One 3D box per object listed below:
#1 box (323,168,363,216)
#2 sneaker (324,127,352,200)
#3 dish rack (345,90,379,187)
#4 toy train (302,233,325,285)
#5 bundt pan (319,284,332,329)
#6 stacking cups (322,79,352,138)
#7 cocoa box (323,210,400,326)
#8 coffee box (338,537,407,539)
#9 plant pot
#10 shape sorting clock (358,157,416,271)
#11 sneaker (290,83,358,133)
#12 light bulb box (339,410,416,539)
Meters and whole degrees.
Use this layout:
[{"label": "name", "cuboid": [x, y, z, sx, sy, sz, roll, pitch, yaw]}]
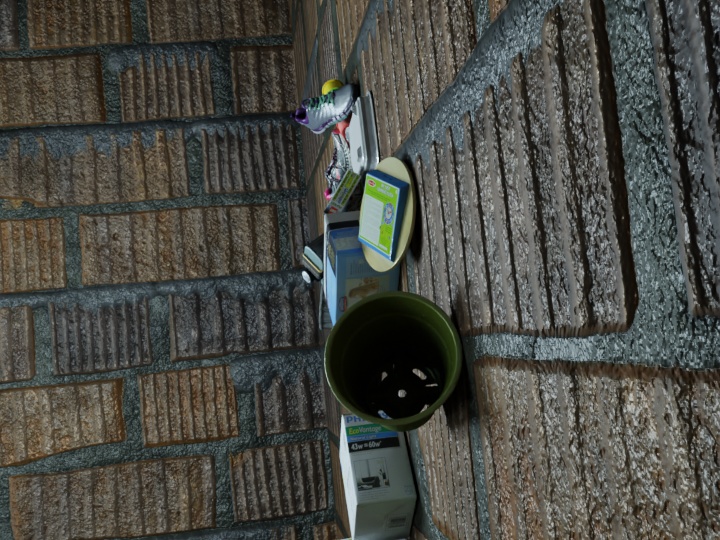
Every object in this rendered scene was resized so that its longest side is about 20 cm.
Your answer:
[{"label": "box", "cuboid": [-0.033, -0.141, 1.814, 0.111, 0.034, 0.200, -61, -8, -8]}, {"label": "sneaker", "cuboid": [-0.055, -0.255, 2.028, 0.081, 0.074, 0.202, -107, 12, -53]}, {"label": "dish rack", "cuboid": [0.000, -0.276, 1.783, 0.200, 0.043, 0.174, 115, 148, -76]}, {"label": "toy train", "cuboid": [-0.042, -0.050, 1.755, 0.085, 0.199, 0.114, 46, 153, 18]}, {"label": "bundt pan", "cuboid": [-0.058, 0.059, 2.154, 0.202, 0.075, 0.205, 6, -90, -88]}, {"label": "stacking cups", "cuboid": [-0.052, -0.394, 2.000, 0.201, 0.060, 0.061, -104, 13, -48]}, {"label": "cocoa box", "cuboid": [0.000, 0.000, 1.622, 0.132, 0.132, 0.202, -109, 16, -49]}, {"label": "coffee box", "cuboid": [0.008, 0.675, 1.721, 0.198, 0.197, 0.202, 126, 138, -77]}, {"label": "plant pot", "cuboid": [0.058, 0.161, 1.247, 0.190, 0.198, 0.202, 72, -172, -63]}, {"label": "shape sorting clock", "cuboid": [0.048, -0.099, 1.444, 0.200, 0.039, 0.203, 180, 90, -65]}, {"label": "sneaker", "cuboid": [-0.085, -0.384, 1.922, 0.199, 0.087, 0.075, -30, 52, 50]}, {"label": "light bulb box", "cuboid": [0.031, 0.424, 1.685, 0.199, 0.123, 0.202, 94, 169, -50]}]
